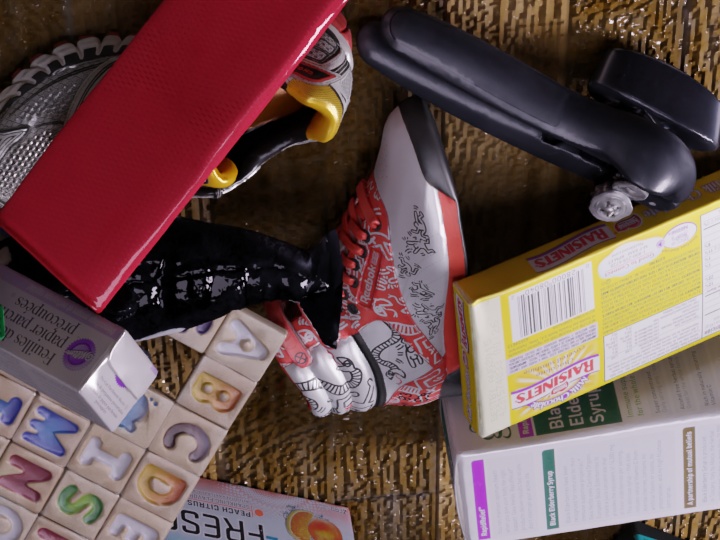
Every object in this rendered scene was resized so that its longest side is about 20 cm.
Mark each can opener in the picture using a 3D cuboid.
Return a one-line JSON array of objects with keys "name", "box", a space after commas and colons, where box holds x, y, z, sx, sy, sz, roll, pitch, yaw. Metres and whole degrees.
[{"name": "can opener", "box": [0.088, -0.083, 1.371, 0.199, 0.079, 0.063, 19, 153, -17]}]

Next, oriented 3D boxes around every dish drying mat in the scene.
[{"name": "dish drying mat", "box": [-0.087, -0.079, 1.285, 0.200, 0.077, 0.018, -51, 155, 2]}]

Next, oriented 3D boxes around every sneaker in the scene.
[{"name": "sneaker", "box": [0.000, 0.001, 1.423, 0.107, 0.067, 0.202, -11, 136, -2]}, {"name": "sneaker", "box": [-0.098, -0.074, 1.327, 0.199, 0.082, 0.078, -20, 132, 10]}]

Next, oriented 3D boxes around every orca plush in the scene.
[{"name": "orca plush", "box": [-0.110, 0.020, 1.374, 0.199, 0.071, 0.106, 11, 115, 0]}]

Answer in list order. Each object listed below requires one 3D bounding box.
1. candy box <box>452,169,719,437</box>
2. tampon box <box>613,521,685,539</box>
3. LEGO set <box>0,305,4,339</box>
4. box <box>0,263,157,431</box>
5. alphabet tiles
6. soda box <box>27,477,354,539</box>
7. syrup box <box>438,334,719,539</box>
[{"name": "candy box", "box": [0.143, 0.011, 1.440, 0.199, 0.026, 0.103, -22, 138, -16]}, {"name": "tampon box", "box": [0.198, 0.281, 1.621, 0.149, 0.201, 0.126, 24, 125, -27]}, {"name": "LEGO set", "box": [-0.253, -0.020, 1.298, 0.153, 0.201, 0.116, -5, 161, -30]}, {"name": "box", "box": [-0.184, 0.019, 1.336, 0.039, 0.199, 0.041, -53, 140, -15]}, {"name": "alphabet tiles", "box": [-0.158, 0.072, 1.447, 0.167, 0.008, 0.201, 28, 114, -9]}, {"name": "soda box", "box": [-0.104, 0.162, 1.558, 0.199, 0.064, 0.069, 13, 129, -19]}, {"name": "syrup box", "box": [0.146, 0.086, 1.516, 0.199, 0.079, 0.082, -8, 134, -2]}]
